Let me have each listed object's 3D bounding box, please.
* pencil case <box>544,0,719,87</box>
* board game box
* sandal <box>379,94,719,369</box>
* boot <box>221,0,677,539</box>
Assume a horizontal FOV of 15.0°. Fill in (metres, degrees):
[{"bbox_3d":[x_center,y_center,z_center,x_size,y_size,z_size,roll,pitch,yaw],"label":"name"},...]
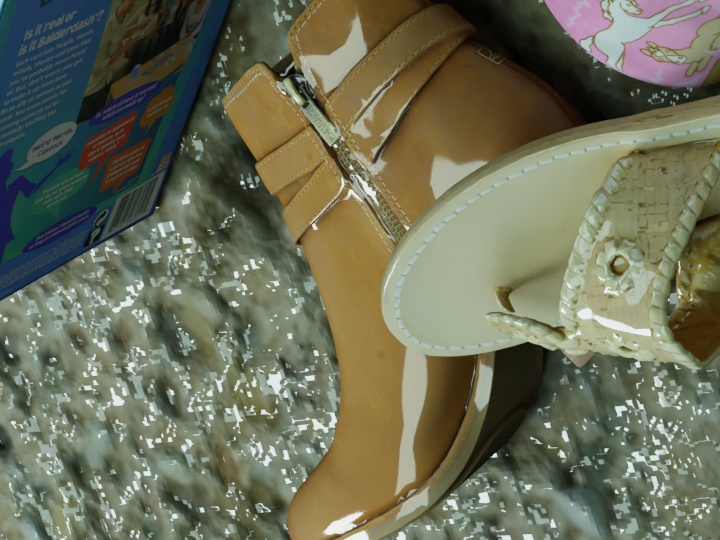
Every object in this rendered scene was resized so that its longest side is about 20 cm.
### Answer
[{"bbox_3d":[0.123,-0.126,0.767,0.083,0.086,0.200,54,150,7],"label":"pencil case"},{"bbox_3d":[-0.104,-0.079,0.943,0.045,0.152,0.200,37,128,17],"label":"board game box"},{"bbox_3d":[0.099,-0.006,0.830,0.212,0.070,0.078,-25,134,18],"label":"sandal"},{"bbox_3d":[0.000,0.000,0.951,0.155,0.077,0.200,46,127,5],"label":"boot"}]
